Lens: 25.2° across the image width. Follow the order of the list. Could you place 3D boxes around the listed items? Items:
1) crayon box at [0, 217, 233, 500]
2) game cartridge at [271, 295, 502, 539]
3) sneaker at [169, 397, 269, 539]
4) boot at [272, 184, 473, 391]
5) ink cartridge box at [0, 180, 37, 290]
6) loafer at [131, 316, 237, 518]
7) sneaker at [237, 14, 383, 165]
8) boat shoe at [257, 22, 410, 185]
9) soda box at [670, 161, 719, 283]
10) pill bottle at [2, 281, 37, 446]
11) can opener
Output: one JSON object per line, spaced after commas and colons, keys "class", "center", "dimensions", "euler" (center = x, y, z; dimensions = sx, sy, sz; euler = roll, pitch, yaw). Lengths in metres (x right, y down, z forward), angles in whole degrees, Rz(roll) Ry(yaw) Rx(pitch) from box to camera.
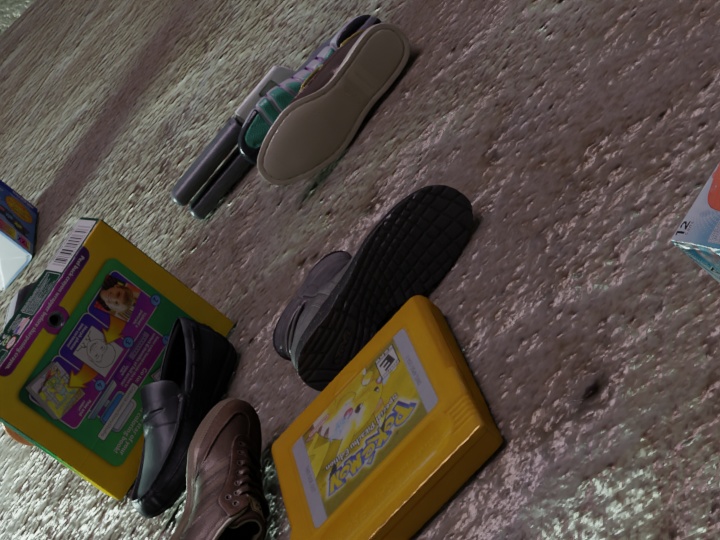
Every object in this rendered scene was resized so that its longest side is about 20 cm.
{"class": "crayon box", "center": [-0.241, 0.082, 1.503], "dimensions": [0.201, 0.172, 0.058], "euler": [-57, 27, -15]}
{"class": "game cartridge", "center": [0.011, 0.126, 1.156], "dimensions": [0.176, 0.032, 0.200], "euler": [-47, 23, 11]}
{"class": "sneaker", "center": [-0.097, 0.186, 1.250], "dimensions": [0.075, 0.071, 0.201], "euler": [-10, 46, 30]}
{"class": "boot", "center": [0.000, 0.000, 1.319], "dimensions": [0.200, 0.070, 0.132], "euler": [-47, 18, 0]}
{"class": "ink cartridge box", "center": [-0.542, -0.078, 2.329], "dimensions": [0.076, 0.136, 0.200], "euler": [-44, 25, 11]}
{"class": "loafer", "center": [-0.169, 0.128, 1.433], "dimensions": [0.068, 0.070, 0.201], "euler": [-31, 31, 40]}
{"class": "sneaker", "center": [-0.049, -0.183, 1.680], "dimensions": [0.200, 0.075, 0.088], "euler": [-42, 12, -6]}
{"class": "boat shoe", "center": [-0.032, -0.165, 1.608], "dimensions": [0.200, 0.072, 0.059], "euler": [-50, 17, -5]}
{"class": "soda box", "center": [0.266, -0.076, 0.928], "dimensions": [0.201, 0.068, 0.063], "euler": [-57, 24, -9]}
{"class": "pill bottle", "center": [-0.341, 0.103, 1.740], "dimensions": [0.106, 0.106, 0.200], "euler": [-43, 24, 19]}
{"class": "can opener", "center": [-0.129, -0.137, 1.764], "dimensions": [0.200, 0.053, 0.067], "euler": [-49, 23, 9]}
